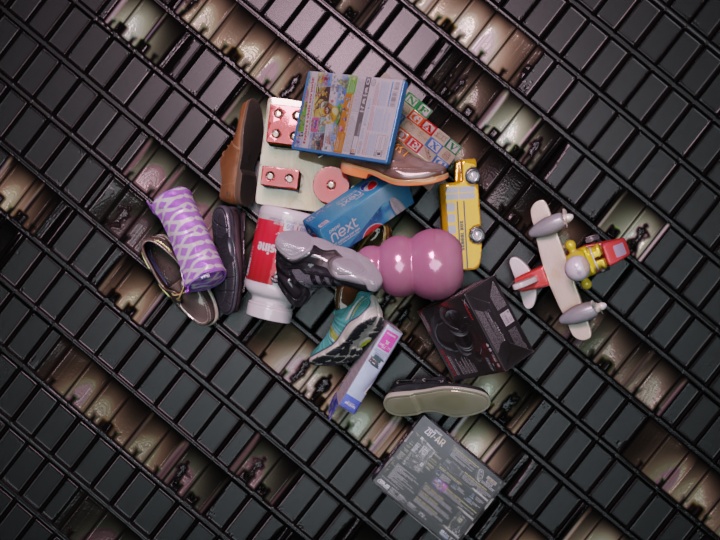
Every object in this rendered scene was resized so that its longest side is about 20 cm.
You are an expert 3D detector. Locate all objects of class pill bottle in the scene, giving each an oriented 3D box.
[{"bbox_3d":[-0.149,-0.011,1.484,0.111,0.112,0.203,12,91,1],"label":"pill bottle"}]

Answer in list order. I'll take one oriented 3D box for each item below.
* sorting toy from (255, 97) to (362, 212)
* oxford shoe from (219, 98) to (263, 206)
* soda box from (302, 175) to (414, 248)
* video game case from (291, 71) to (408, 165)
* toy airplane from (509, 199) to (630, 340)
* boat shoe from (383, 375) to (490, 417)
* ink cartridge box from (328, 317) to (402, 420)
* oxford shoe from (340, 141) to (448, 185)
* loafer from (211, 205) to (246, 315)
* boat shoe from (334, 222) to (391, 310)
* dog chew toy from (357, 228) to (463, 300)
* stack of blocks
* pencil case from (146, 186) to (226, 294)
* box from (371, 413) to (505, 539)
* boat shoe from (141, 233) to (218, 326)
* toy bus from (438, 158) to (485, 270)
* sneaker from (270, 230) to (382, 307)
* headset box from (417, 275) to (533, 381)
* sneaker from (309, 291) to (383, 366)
[{"bbox_3d":[-0.090,-0.213,1.503,0.196,0.070,0.203,8,90,1],"label":"sorting toy"},{"bbox_3d":[-0.229,-0.223,1.511,0.070,0.071,0.203,8,85,26],"label":"oxford shoe"},{"bbox_3d":[-0.002,-0.106,1.459,0.199,0.064,0.068,-35,125,-20],"label":"soda box"},{"bbox_3d":[-0.022,-0.269,1.415,0.198,0.018,0.145,13,90,28],"label":"video game case"},{"bbox_3d":[0.366,-0.002,1.456,0.198,0.141,0.201,26,91,1],"label":"toy airplane"},{"bbox_3d":[0.142,0.225,1.486,0.197,0.066,0.075,-10,122,21],"label":"boat shoe"},{"bbox_3d":[0.006,0.184,1.476,0.042,0.119,0.201,33,90,-5],"label":"ink cartridge box"},{"bbox_3d":[0.059,-0.193,1.408,0.197,0.071,0.074,10,112,15],"label":"oxford shoe"},{"bbox_3d":[-0.234,-0.020,1.511,0.071,0.062,0.203,-2,92,44],"label":"loafer"},{"bbox_3d":[0.000,0.000,1.501,0.071,0.068,0.203,19,92,0],"label":"boat shoe"},{"bbox_3d":[0.081,-0.007,1.422,0.197,0.125,0.127,-4,90,5],"label":"dog chew toy"},{"bbox_3d":[0.084,-0.253,1.476,0.199,0.059,0.115,38,54,1],"label":"stack of blocks"},{"bbox_3d":[-0.316,-0.054,1.482,0.085,0.084,0.202,-24,70,-6],"label":"pencil case"},{"bbox_3d":[0.144,0.392,1.511,0.199,0.044,0.161,38,91,1],"label":"box"},{"bbox_3d":[-0.340,0.022,1.510,0.071,0.060,0.201,-34,89,12],"label":"boat shoe"},{"bbox_3d":[0.187,-0.101,1.499,0.077,0.065,0.203,-4,91,3],"label":"toy bus"},{"bbox_3d":[-0.062,0.015,1.390,0.198,0.076,0.115,23,121,9],"label":"sneaker"},{"bbox_3d":[0.196,0.109,1.444,0.077,0.200,0.150,-28,90,-27],"label":"headset box"},{"bbox_3d":[-0.026,0.111,1.479,0.200,0.077,0.080,-45,48,34],"label":"sneaker"}]
